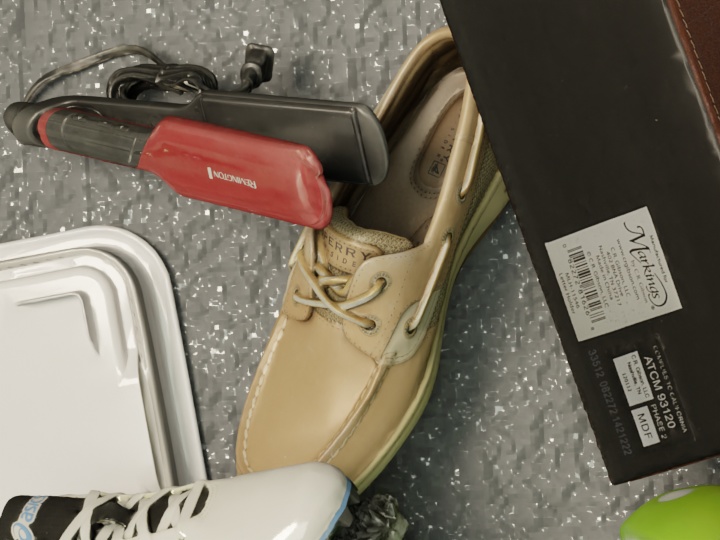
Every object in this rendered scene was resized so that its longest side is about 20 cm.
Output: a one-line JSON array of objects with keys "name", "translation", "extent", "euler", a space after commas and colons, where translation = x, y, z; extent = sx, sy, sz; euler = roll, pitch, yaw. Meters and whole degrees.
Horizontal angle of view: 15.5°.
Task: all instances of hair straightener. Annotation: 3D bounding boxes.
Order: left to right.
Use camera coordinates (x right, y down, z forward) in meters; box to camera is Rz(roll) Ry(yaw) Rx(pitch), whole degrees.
[{"name": "hair straightener", "translation": [-0.064, -0.057, 1.037], "extent": [0.200, 0.077, 0.041], "euler": [7, 124, 43]}]

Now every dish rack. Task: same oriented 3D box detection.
[{"name": "dish rack", "translation": [-0.166, 0.078, 1.086], "extent": [0.199, 0.044, 0.172], "euler": [-11, 88, 11]}]

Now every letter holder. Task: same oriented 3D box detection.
[{"name": "letter holder", "translation": [0.138, -0.040, 1.001], "extent": [0.100, 0.142, 0.201], "euler": [-22, 86, 43]}]

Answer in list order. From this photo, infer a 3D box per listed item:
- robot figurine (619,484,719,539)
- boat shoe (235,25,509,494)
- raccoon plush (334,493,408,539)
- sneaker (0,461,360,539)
[{"name": "robot figurine", "translation": [0.115, 0.167, 0.978], "extent": [0.175, 0.116, 0.200], "euler": [27, 76, 47]}, {"name": "boat shoe", "translation": [0.000, 0.000, 1.016], "extent": [0.071, 0.065, 0.201], "euler": [20, 80, 30]}, {"name": "raccoon plush", "translation": [-0.042, 0.157, 0.991], "extent": [0.096, 0.200, 0.135], "euler": [8, 103, 27]}, {"name": "sneaker", "translation": [-0.091, 0.110, 0.991], "extent": [0.200, 0.072, 0.073], "euler": [-22, 116, 29]}]
